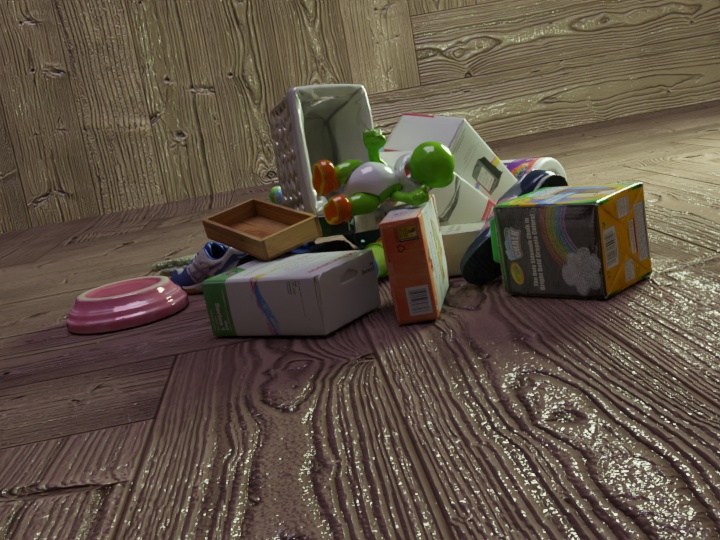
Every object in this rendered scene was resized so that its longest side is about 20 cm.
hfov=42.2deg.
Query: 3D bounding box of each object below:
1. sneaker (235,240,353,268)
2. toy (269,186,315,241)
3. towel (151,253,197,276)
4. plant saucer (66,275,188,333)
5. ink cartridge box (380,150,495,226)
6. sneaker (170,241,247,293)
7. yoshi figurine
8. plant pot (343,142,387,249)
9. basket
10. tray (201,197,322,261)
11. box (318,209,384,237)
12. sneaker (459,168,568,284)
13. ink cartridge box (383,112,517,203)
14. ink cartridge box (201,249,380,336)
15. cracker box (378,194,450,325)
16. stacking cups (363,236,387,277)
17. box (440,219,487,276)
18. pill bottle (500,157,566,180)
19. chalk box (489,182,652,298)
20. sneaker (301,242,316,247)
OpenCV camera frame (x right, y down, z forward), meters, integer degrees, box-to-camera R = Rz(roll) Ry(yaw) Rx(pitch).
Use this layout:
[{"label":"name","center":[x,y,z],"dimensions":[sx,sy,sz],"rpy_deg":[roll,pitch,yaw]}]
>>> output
[{"label":"sneaker","center":[-0.107,-0.001,1.478],"dimensions":[0.199,0.066,0.078],"rpy_deg":[-10,-10,-27]},{"label":"toy","center":[-0.115,-0.126,1.691],"dimensions":[0.047,0.116,0.200],"rpy_deg":[33,-7,-30]},{"label":"towel","center":[-0.277,-0.018,1.756],"dimensions":[0.199,0.037,0.148],"rpy_deg":[-6,4,10]},{"label":"plant saucer","center":[-0.385,0.051,1.533],"dimensions":[0.199,0.051,0.201],"rpy_deg":[-9,12,2]},{"label":"ink cartridge box","center":[0.117,-0.114,1.547],"dimensions":[0.200,0.083,0.146],"rpy_deg":[33,-13,-32]},{"label":"sneaker","center":[-0.259,-0.009,1.623],"dimensions":[0.199,0.089,0.075],"rpy_deg":[-3,15,38]},{"label":"yoshi figurine","center":[0.044,-0.129,1.248],"dimensions":[0.199,0.113,0.112],"rpy_deg":[-15,26,-22]},{"label":"plant pot","center":[0.029,-0.112,1.693],"dimensions":[0.199,0.201,0.135],"rpy_deg":[-8,43,11]},{"label":"basket","center":[-0.060,-0.183,1.490],"dimensions":[0.135,0.201,0.123],"rpy_deg":[-8,-3,-29]},{"label":"tray","center":[-0.152,-0.064,1.414],"dimensions":[0.098,0.037,0.200],"rpy_deg":[-26,24,-27]},{"label":"box","center":[-0.075,-0.071,1.532],"dimensions":[0.199,0.037,0.144],"rpy_deg":[-7,3,21]},{"label":"sneaker","center":[0.209,-0.064,1.341],"dimensions":[0.200,0.070,0.082],"rpy_deg":[-44,31,-3]},{"label":"ink cartridge box","center":[0.157,-0.177,1.603],"dimensions":[0.147,0.086,0.200],"rpy_deg":[15,-17,45]},{"label":"ink cartridge box","center":[-0.093,0.031,1.286],"dimensions":[0.199,0.085,0.145],"rpy_deg":[-3,13,34]},{"label":"cracker box","center":[0.077,-0.020,1.259],"dimensions":[0.057,0.135,0.200],"rpy_deg":[-10,11,11]},{"label":"stacking cups","center":[0.000,0.000,1.431],"dimensions":[0.060,0.061,0.200],"rpy_deg":[-3,16,31]},{"label":"box","center":[0.213,-0.041,1.411],"dimensions":[0.199,0.069,0.082],"rpy_deg":[-7,11,11]},{"label":"pill bottle","center":[0.289,-0.158,1.807],"dimensions":[0.111,0.112,0.199],"rpy_deg":[-20,14,-41]},{"label":"chalk box","center":[0.260,-0.041,1.228],"dimensions":[0.199,0.125,0.123],"rpy_deg":[3,18,46]},{"label":"sneaker","center":[-0.112,-0.033,1.691],"dimensions":[0.078,0.066,0.200],"rpy_deg":[1,12,-2]}]
